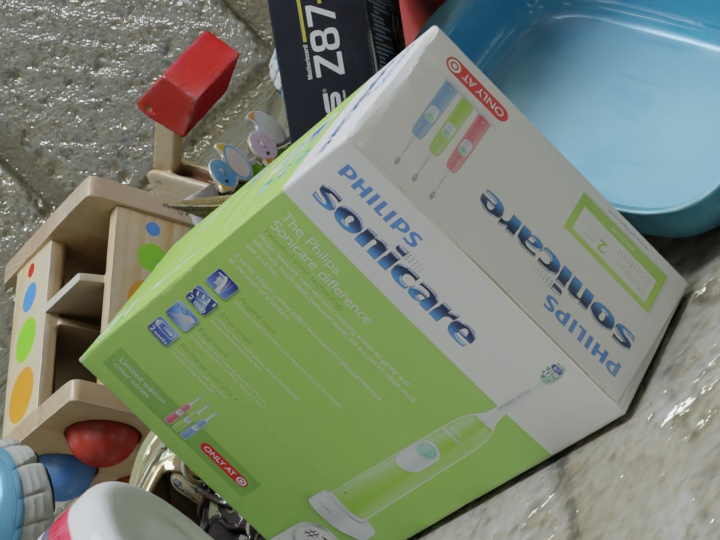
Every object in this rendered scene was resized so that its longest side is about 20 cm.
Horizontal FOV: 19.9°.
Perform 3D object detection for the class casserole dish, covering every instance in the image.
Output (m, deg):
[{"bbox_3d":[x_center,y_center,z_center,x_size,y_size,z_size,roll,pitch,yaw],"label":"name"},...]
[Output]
[{"bbox_3d":[0.106,-0.074,0.866,0.200,0.039,0.121,22,68,42],"label":"casserole dish"}]

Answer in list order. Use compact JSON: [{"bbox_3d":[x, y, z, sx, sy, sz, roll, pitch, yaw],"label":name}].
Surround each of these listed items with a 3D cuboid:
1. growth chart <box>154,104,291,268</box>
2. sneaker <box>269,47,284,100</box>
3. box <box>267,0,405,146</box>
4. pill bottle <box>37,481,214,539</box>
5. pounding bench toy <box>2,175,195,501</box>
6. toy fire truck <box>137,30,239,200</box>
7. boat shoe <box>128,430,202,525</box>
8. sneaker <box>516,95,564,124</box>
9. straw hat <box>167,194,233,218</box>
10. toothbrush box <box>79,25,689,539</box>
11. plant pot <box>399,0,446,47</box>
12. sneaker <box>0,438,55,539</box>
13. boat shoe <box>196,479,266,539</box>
[{"bbox_3d":[-0.044,-0.007,1.164,0.018,0.145,0.200,-29,16,39],"label":"growth chart"},{"bbox_3d":[-0.010,-0.120,1.160,0.075,0.087,0.200,-12,34,-16],"label":"sneaker"},{"bbox_3d":[-0.008,-0.118,0.956,0.049,0.162,0.200,-7,3,6],"label":"box"},{"bbox_3d":[-0.124,0.187,0.767,0.200,0.120,0.120,-44,10,7],"label":"pill bottle"},{"bbox_3d":[-0.098,0.065,1.189,0.124,0.200,0.156,-38,44,48],"label":"pounding bench toy"},{"bbox_3d":[-0.084,-0.044,1.274,0.049,0.141,0.200,-53,-2,-35],"label":"toy fire truck"},{"bbox_3d":[-0.087,0.133,1.003,0.200,0.073,0.063,-60,20,-15],"label":"boat shoe"},{"bbox_3d":[0.116,-0.067,0.969,0.200,0.075,0.115,-36,5,0],"label":"sneaker"},{"bbox_3d":[0.000,0.000,1.067,0.201,0.085,0.201,-4,4,0],"label":"straw hat"},{"bbox_3d":[0.005,0.022,0.822,0.200,0.146,0.086,-37,12,45],"label":"toothbrush box"},{"bbox_3d":[0.098,-0.171,1.134,0.200,0.200,0.177,-49,1,-16],"label":"plant pot"},{"bbox_3d":[-0.194,0.180,0.957,0.078,0.090,0.200,-25,67,55],"label":"sneaker"},{"bbox_3d":[-0.045,0.103,0.937,0.073,0.065,0.200,-30,19,52],"label":"boat shoe"}]
